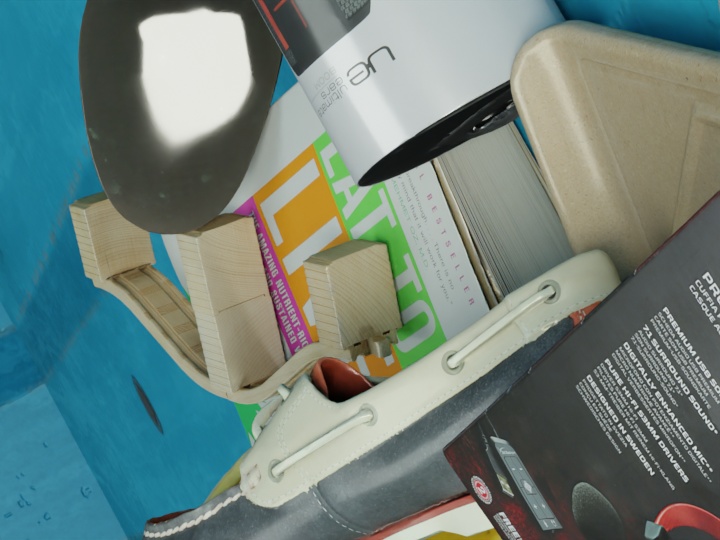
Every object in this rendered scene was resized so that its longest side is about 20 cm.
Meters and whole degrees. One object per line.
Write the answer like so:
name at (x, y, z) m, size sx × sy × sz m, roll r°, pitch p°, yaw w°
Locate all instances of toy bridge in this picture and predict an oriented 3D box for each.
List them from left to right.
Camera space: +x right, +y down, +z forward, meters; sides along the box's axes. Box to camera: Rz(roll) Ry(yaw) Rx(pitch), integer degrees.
toy bridge at (-0.046, 0.014, 0.955) m, size 0.200 × 0.027 × 0.067 m, roll 14°, pitch 120°, yaw 56°

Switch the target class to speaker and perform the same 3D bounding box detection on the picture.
speaker at (-0.013, -0.128, 0.781) m, size 0.200 × 0.081 × 0.081 m, roll 61°, pitch 168°, yaw 5°

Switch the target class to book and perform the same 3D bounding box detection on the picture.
book at (0.000, 0.000, 0.942) m, size 0.200 × 0.048 × 0.134 m, roll -37°, pitch 75°, yaw 57°

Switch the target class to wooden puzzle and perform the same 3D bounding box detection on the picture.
wooden puzzle at (0.123, 0.024, 0.670) m, size 0.200 × 0.037 × 0.185 m, roll 20°, pitch 136°, yaw 65°

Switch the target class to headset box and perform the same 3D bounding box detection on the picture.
headset box at (0.115, 0.051, 0.555) m, size 0.149 × 0.075 × 0.200 m, roll 55°, pitch 154°, yaw 7°

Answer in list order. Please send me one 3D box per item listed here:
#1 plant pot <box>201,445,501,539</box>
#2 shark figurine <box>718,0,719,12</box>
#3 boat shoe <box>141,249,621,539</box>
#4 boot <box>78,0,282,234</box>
plant pot at (0.052, 0.133, 0.873) m, size 0.200 × 0.200 × 0.142 m, roll 59°, pitch -156°, yaw 13°
shark figurine at (0.114, -0.071, 0.454) m, size 0.090 × 0.128 × 0.215 m, roll -51°, pitch 47°, yaw 50°
boat shoe at (0.005, 0.052, 0.762) m, size 0.200 × 0.071 × 0.063 m, roll -23°, pitch 87°, yaw 39°
boot at (-0.064, -0.114, 0.952) m, size 0.075 × 0.073 × 0.201 m, roll -146°, pitch 57°, yaw -86°
